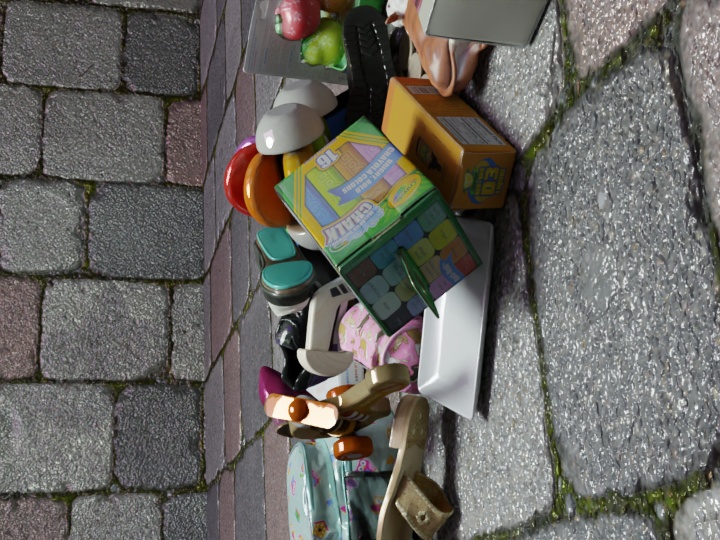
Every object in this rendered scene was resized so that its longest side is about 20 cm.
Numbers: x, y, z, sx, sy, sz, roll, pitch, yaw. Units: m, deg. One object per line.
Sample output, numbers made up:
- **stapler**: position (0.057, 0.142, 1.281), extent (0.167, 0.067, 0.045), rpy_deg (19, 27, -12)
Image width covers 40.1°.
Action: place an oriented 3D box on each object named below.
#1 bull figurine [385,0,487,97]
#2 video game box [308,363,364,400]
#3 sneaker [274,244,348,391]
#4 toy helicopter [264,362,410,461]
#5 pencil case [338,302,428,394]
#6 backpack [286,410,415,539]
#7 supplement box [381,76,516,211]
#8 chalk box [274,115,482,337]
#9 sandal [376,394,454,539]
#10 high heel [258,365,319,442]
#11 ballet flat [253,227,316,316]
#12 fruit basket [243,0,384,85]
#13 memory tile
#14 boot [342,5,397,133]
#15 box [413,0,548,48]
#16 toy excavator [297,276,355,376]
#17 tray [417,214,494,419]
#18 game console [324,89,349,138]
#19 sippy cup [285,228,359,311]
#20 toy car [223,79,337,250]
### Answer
- **bull figurine**: position (0.085, -0.277, 1.068), extent (0.122, 0.065, 0.201), rpy_deg (115, 146, -40)
- **video game box**: position (-0.044, 0.132, 1.508), extent (0.200, 0.046, 0.184), rpy_deg (129, 138, -64)
- **sneaker**: position (-0.067, 0.060, 1.253), extent (0.075, 0.087, 0.202), rpy_deg (14, 116, 39)
- **toy helicopter**: position (-0.017, 0.142, 1.068), extent (0.200, 0.131, 0.079), rpy_deg (-42, 49, 49)
- **pencil case**: position (0.036, 0.087, 1.175), extent (0.200, 0.082, 0.087), rpy_deg (-162, 71, -72)
- **backpack**: position (-0.014, 0.266, 1.217), extent (0.176, 0.152, 0.202), rpy_deg (115, 160, -63)
- **supplement box**: position (0.087, -0.136, 1.026), extent (0.200, 0.068, 0.067), rpy_deg (-119, 34, -53)
- **chalk box**: position (0.027, -0.034, 0.968), extent (0.200, 0.124, 0.125), rpy_deg (50, 178, 44)
- **sandal**: position (0.068, 0.246, 1.071), extent (0.069, 0.077, 0.214), rpy_deg (6, 91, 30)
- **high heel**: position (-0.062, 0.189, 1.349), extent (0.067, 0.200, 0.097), rpy_deg (-33, 56, 16)
- **ballet flat**: position (-0.087, 0.009, 1.169), extent (0.200, 0.067, 0.069), rpy_deg (-112, 14, -66)
- **fruit basket**: position (-0.066, -0.352, 1.344), extent (0.094, 0.199, 0.187), rpy_deg (32, 115, 48)
- **memory tile**: position (0.076, -0.224, 1.187), extent (0.201, 0.017, 0.154), rpy_deg (-106, 24, -45)
- **boot**: position (0.017, -0.226, 1.277), extent (0.138, 0.077, 0.202), rpy_deg (-153, 61, -89)
- **box**: position (0.106, -0.326, 0.932), extent (0.128, 0.108, 0.201), rpy_deg (110, 156, -45)
- **toy excavator**: position (0.000, 0.000, 1.119), extent (0.100, 0.199, 0.196), rpy_deg (176, 75, -73)
- **tray**: position (0.103, 0.044, 1.027), extent (0.107, 0.022, 0.202), rpy_deg (20, 108, 58)
- **game console**: position (-0.042, -0.145, 1.450), extent (0.201, 0.115, 0.177), rpy_deg (109, 149, -46)
- **sippy cup**: position (-0.026, -0.002, 1.337), extent (0.178, 0.139, 0.132), rpy_deg (-1, -99, -73)
- **toy car**: position (-0.090, -0.123, 1.205), extent (0.200, 0.149, 0.176), rpy_deg (-73, -32, -60)
